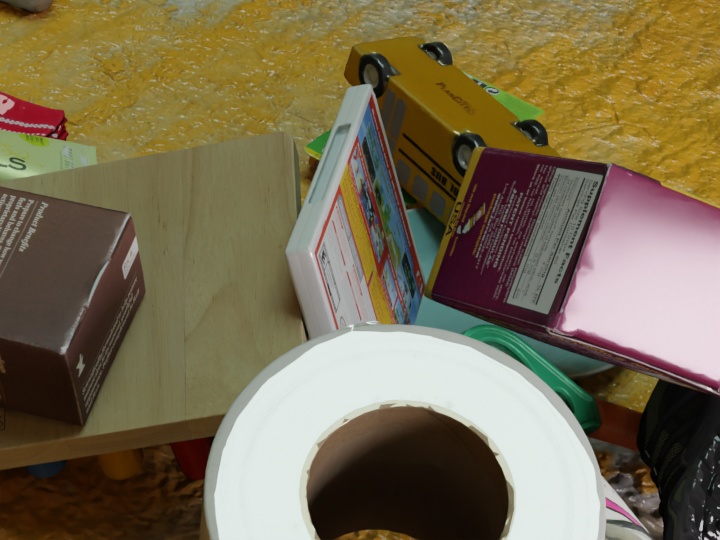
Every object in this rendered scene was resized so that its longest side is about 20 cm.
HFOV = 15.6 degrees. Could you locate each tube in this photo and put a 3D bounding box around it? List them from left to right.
[{"bbox_3d":[-0.264,-0.073,1.684,0.198,0.052,0.058,8,73,-14],"label":"tube"}]

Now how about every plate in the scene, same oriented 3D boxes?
[{"bbox_3d":[0.088,0.021,1.739,0.199,0.026,0.201,11,32,-7],"label":"plate"}]

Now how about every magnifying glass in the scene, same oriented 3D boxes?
[{"bbox_3d":[0.123,0.084,1.589,0.199,0.022,0.080,17,51,-39],"label":"magnifying glass"}]

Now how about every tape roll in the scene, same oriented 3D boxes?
[{"bbox_3d":[0.016,0.147,1.341,0.201,0.139,0.204,3,57,-5],"label":"tape roll"}]

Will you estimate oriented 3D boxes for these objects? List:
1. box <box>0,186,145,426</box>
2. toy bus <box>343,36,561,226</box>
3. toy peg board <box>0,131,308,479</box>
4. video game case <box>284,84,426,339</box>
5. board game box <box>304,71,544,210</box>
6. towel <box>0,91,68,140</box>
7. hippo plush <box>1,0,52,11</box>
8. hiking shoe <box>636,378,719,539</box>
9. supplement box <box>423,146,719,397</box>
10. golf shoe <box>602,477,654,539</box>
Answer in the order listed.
[{"bbox_3d":[-0.227,0.006,1.430,0.199,0.075,0.101,12,53,16],"label":"box"},{"bbox_3d":[0.066,-0.082,1.793,0.065,0.079,0.200,-14,42,-36],"label":"toy bus"},{"bbox_3d":[-0.121,0.041,1.502,0.198,0.098,0.201,-10,48,6],"label":"toy peg board"},{"bbox_3d":[0.000,0.000,1.520,0.017,0.144,0.200,-8,28,16],"label":"video game case"},{"bbox_3d":[0.046,-0.093,1.899,0.095,0.030,0.200,28,32,21],"label":"board game box"},{"bbox_3d":[-0.294,-0.078,1.744,0.144,0.023,0.200,20,32,10],"label":"towel"},{"bbox_3d":[-0.294,-0.300,1.955,0.198,0.162,0.160,5,33,-15],"label":"hippo plush"},{"bbox_3d":[0.207,0.116,1.568,0.075,0.101,0.201,18,68,-17],"label":"hiking shoe"},{"bbox_3d":[0.140,-0.002,1.552,0.130,0.104,0.200,21,-2,-21],"label":"supplement box"},{"bbox_3d":[0.088,0.126,1.498,0.200,0.073,0.092,42,26,-10],"label":"golf shoe"}]
